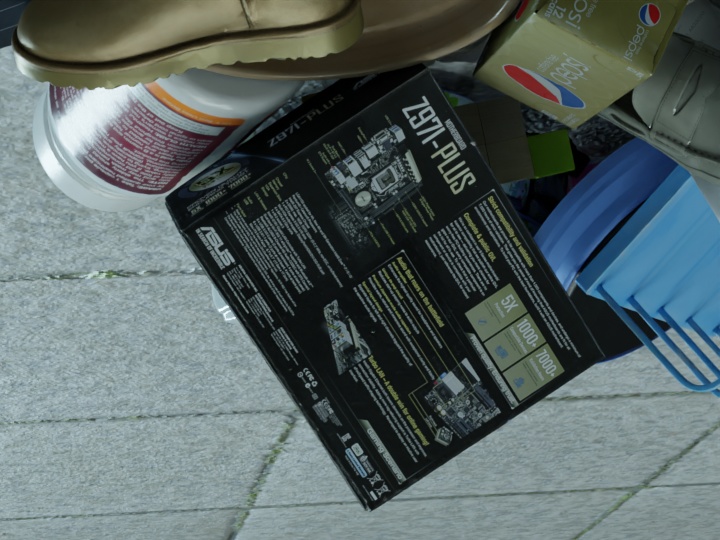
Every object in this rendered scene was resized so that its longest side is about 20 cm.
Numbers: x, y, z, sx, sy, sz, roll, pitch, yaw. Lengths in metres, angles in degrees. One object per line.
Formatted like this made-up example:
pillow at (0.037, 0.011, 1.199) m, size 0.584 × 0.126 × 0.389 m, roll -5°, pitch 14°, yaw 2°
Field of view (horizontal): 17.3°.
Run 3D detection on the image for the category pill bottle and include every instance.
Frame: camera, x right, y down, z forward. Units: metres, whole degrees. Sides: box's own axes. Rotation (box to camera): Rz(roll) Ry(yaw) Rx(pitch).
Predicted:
pill bottle at (-0.113, -0.110, 1.358) m, size 0.114 × 0.114 × 0.200 m, roll 4°, pitch 161°, yaw -26°

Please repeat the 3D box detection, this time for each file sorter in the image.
file sorter at (0.264, 0.011, 1.534) m, size 0.139 × 0.123 × 0.200 m, roll -49°, pitch 149°, yaw 15°

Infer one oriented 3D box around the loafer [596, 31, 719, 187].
loafer at (0.181, -0.095, 1.327) m, size 0.200 × 0.070 × 0.070 m, roll 26°, pitch 179°, yaw 45°

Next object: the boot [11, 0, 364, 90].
boot at (-0.090, -0.186, 1.045) m, size 0.175 × 0.066 × 0.200 m, roll -8°, pitch 127°, yaw 5°

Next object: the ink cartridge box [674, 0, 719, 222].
ink cartridge box at (0.268, -0.082, 1.404) m, size 0.145 × 0.200 × 0.083 m, roll 5°, pitch 131°, yaw -30°

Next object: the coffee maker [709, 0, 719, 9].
coffee maker at (0.246, -0.175, 1.265) m, size 0.192 × 0.135 × 0.200 m, roll 21°, pitch 177°, yaw 31°

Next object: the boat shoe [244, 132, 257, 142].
boat shoe at (-0.100, -0.057, 1.542) m, size 0.062 × 0.073 × 0.200 m, roll -12°, pitch -176°, yaw 6°

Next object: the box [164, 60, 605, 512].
box at (0.012, 0.003, 1.323) m, size 0.164 × 0.200 × 0.086 m, roll -34°, pitch -162°, yaw -1°

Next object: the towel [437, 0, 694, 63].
towel at (0.120, -0.161, 1.395) m, size 0.132 × 0.035 × 0.200 m, roll 6°, pitch 161°, yaw -30°

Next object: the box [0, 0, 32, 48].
box at (-0.246, -0.175, 1.116) m, size 0.148 × 0.107 × 0.200 m, roll -15°, pitch 160°, yaw 32°

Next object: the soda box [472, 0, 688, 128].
soda box at (0.114, -0.127, 1.220) m, size 0.068 × 0.064 × 0.200 m, roll 27°, pitch 174°, yaw -4°

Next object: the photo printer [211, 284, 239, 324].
photo printer at (0.010, 0.002, 1.844) m, size 0.200 × 0.070 × 0.166 m, roll 7°, pitch 159°, yaw -36°

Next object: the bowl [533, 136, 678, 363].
bowl at (0.192, -0.016, 1.576) m, size 0.200 × 0.039 × 0.201 m, roll -29°, pitch 148°, yaw -20°

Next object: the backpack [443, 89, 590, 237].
backpack at (0.040, -0.034, 1.602) m, size 0.183 × 0.147 × 0.200 m, roll -19°, pitch 153°, yaw 28°

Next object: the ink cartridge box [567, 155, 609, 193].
ink cartridge box at (0.246, -0.065, 1.703) m, size 0.199 × 0.042 × 0.119 m, roll -5°, pitch 173°, yaw 16°

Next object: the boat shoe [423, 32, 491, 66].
boat shoe at (0.027, -0.154, 1.326) m, size 0.063 × 0.073 × 0.200 m, roll -2°, pitch 168°, yaw -20°

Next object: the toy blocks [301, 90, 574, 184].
toy blocks at (0.015, -0.063, 1.435) m, size 0.200 × 0.100 × 0.137 m, roll -13°, pitch -178°, yaw -8°

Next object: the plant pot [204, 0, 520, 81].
plant pot at (-0.019, -0.177, 1.194) m, size 0.200 × 0.093 × 0.201 m, roll -4°, pitch 162°, yaw -1°
